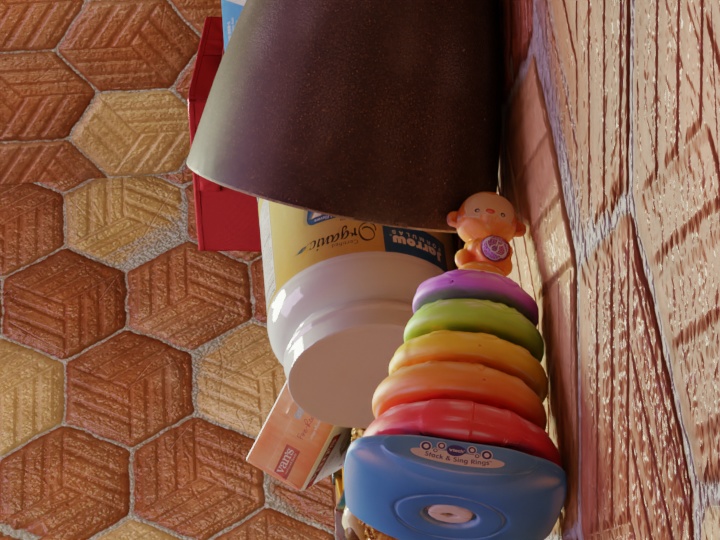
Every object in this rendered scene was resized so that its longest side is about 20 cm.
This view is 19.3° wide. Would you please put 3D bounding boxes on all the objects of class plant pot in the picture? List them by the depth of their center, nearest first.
[{"bbox_3d":[0.008,-0.142,1.245,0.187,0.187,0.200,-111,33,-78],"label":"plant pot"}]

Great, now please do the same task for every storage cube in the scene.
[{"bbox_3d":[-0.067,-0.134,2.065,0.171,0.179,0.200,-85,-4,-57],"label":"storage cube"}]

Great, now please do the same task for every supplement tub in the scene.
[{"bbox_3d":[0.000,0.000,1.558,0.145,0.144,0.200,91,174,-50],"label":"supplement tub"}]

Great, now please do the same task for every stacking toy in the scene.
[{"bbox_3d":[0.061,0.042,1.151,0.110,0.116,0.200,94,-174,-62],"label":"stacking toy"}]

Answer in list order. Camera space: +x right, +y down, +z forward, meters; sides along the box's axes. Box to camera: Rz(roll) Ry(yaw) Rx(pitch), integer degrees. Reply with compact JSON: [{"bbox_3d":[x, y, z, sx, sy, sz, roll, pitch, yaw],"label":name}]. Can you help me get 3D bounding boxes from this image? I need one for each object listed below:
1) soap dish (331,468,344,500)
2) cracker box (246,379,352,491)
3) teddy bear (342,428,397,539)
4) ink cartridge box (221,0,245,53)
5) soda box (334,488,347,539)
[{"bbox_3d":[0.014,0.141,1.987,0.157,0.081,0.200,-107,15,-75],"label":"soap dish"},{"bbox_3d":[-0.018,0.104,1.792,0.134,0.058,0.200,-62,-11,9],"label":"cracker box"},{"bbox_3d":[0.016,0.147,1.621,0.145,0.067,0.200,87,178,-54],"label":"teddy bear"},{"bbox_3d":[-0.010,-0.224,1.606,0.068,0.200,0.115,15,-114,-52],"label":"ink cartridge box"},{"bbox_3d":[0.022,0.203,1.784,0.200,0.063,0.069,-54,-38,-77],"label":"soda box"}]
